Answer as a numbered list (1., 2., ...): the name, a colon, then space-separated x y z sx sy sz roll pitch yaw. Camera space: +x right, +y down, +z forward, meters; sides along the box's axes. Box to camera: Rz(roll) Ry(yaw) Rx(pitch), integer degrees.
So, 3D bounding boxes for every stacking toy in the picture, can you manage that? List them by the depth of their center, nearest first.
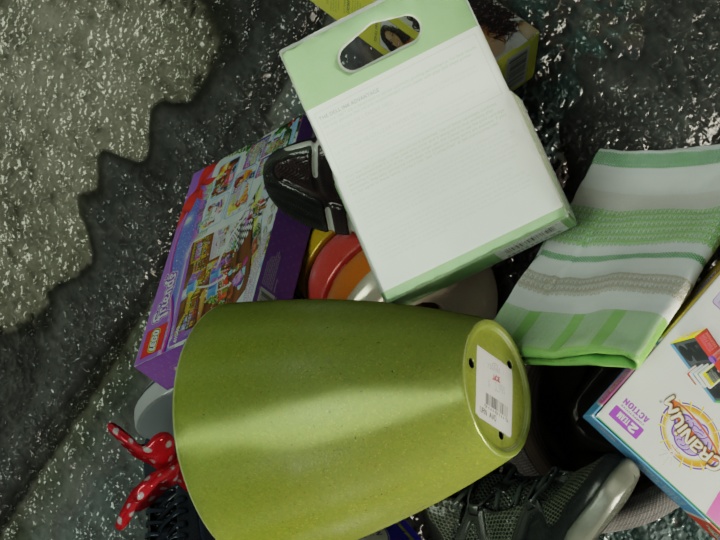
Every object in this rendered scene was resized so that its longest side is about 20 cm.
1. stacking toy: 0.000 0.000 1.611 0.200 0.146 0.147 46 115 45

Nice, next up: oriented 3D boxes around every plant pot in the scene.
1. plant pot: 0.008 0.097 1.414 0.199 0.187 0.188 -12 84 30

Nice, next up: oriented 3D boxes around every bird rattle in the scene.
1. bird rattle: -0.091 0.149 1.625 0.200 0.163 0.113 -35 59 26

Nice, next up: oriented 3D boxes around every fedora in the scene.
1. fedora: 0.189 0.091 1.487 0.200 0.090 0.177 -36 72 27

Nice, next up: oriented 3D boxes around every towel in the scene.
1. towel: 0.177 -0.013 1.437 0.149 0.200 0.031 -3 132 46

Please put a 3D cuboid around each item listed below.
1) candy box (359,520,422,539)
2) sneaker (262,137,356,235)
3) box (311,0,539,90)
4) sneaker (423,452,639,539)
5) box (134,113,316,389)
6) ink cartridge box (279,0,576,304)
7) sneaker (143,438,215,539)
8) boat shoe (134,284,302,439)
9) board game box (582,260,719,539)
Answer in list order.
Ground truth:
1. candy box: -0.006 0.288 1.573 0.169 0.077 0.201 45 128 47
2. sneaker: 0.032 -0.083 1.570 0.199 0.116 0.076 2 120 9
3. box: 0.039 -0.200 1.588 0.200 0.075 0.050 38 147 27
4. sneaker: 0.107 0.162 1.426 0.114 0.076 0.199 45 143 4
5. box: -0.097 -0.015 1.627 0.137 0.039 0.201 -24 40 40
6. ink cartridge box: 0.047 -0.094 1.477 0.145 0.048 0.201 -26 78 11
7. sneaker: -0.161 0.220 1.685 0.077 0.146 0.203 -28 74 31
8. boat shoe: -0.116 0.063 1.681 0.200 0.071 0.070 -45 39 34
9. board game box: 0.270 0.073 1.383 0.153 0.040 0.200 43 84 2
